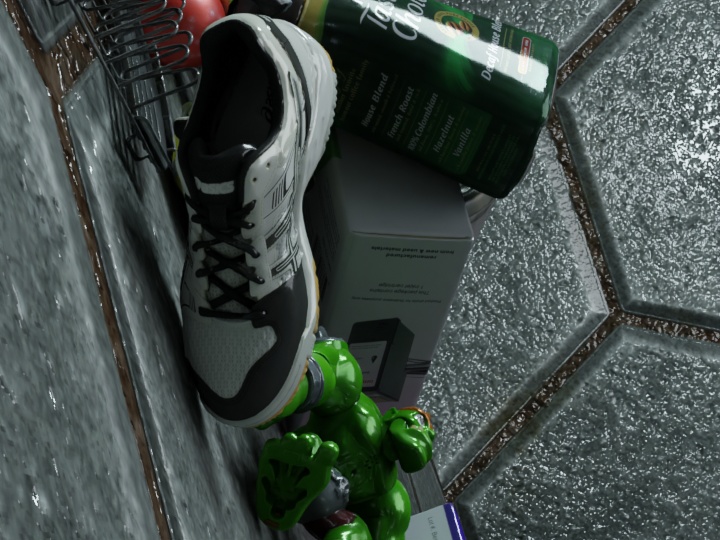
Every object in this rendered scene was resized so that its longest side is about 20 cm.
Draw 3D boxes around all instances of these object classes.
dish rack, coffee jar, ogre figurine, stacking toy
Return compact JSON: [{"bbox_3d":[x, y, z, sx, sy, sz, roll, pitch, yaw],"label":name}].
[{"bbox_3d":[-0.119,-0.154,0.831,0.201,0.054,0.154,70,5,-50],"label":"dish rack"},{"bbox_3d":[0.017,-0.125,1.027,0.105,0.198,0.086,-76,-172,-47],"label":"coffee jar"},{"bbox_3d":[-0.013,0.117,0.952,0.201,0.098,0.120,51,27,-17],"label":"ogre figurine"},{"bbox_3d":[-0.109,-0.185,1.060,0.201,0.084,0.086,-89,163,-56],"label":"stacking toy"}]

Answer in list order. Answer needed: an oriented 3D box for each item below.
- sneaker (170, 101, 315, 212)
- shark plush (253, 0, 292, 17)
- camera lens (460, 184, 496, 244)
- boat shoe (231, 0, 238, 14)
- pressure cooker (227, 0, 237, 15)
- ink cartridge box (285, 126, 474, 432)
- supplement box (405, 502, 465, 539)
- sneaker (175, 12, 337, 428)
[{"bbox_3d":[-0.073,-0.073,1.024,0.200,0.075,0.077,-98,171,-79],"label":"sneaker"},{"bbox_3d":[-0.101,-0.228,0.922,0.201,0.083,0.091,57,0,24],"label":"shark plush"},{"bbox_3d":[0.018,-0.059,1.290,0.201,0.158,0.161,112,-32,-56],"label":"camera lens"},{"bbox_3d":[-0.047,-0.184,1.134,0.074,0.065,0.202,-107,-139,-77],"label":"boat shoe"},{"bbox_3d":[-0.054,-0.249,1.256,0.176,0.177,0.202,71,-6,-73],"label":"pressure cooker"},{"bbox_3d":[0.000,0.000,1.112,0.147,0.083,0.201,-102,-159,-43],"label":"ink cartridge box"},{"bbox_3d":[0.045,0.260,1.065,0.102,0.102,0.201,-105,175,-50],"label":"supplement box"},{"bbox_3d":[-0.064,-0.026,0.815,0.088,0.075,0.203,20,73,-68],"label":"sneaker"}]
